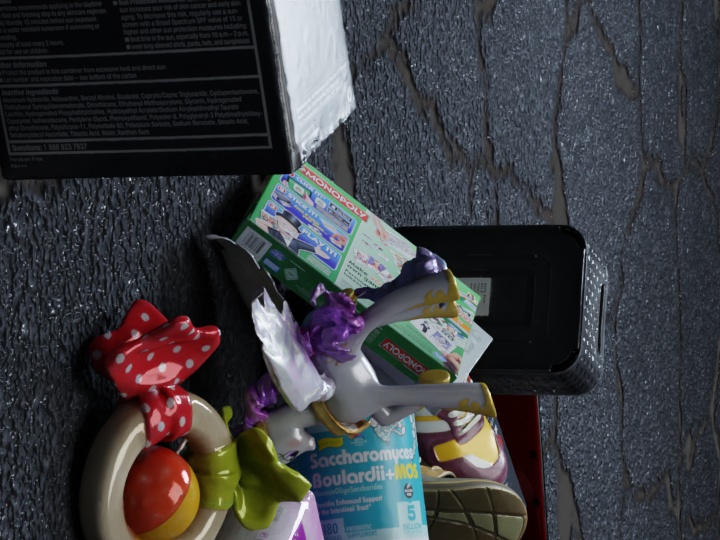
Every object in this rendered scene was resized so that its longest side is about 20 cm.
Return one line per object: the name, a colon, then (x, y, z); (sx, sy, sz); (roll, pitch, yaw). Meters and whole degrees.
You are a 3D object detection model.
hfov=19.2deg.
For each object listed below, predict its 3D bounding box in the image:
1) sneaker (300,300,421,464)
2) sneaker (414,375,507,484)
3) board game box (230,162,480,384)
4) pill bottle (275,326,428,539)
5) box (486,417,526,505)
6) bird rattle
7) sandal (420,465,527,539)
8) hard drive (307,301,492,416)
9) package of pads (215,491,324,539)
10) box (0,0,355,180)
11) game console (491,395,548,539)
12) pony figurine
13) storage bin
sneaker: (0.001, 0.090, 1.792); (0.076, 0.079, 0.201); (-59, 142, -56)
sneaker: (0.068, 0.107, 1.833); (0.200, 0.090, 0.075); (47, 48, -8)
board game box: (0.000, 0.000, 1.648); (0.199, 0.029, 0.135); (37, 27, -7)
pill bottle: (-0.009, 0.143, 1.694); (0.111, 0.110, 0.202); (16, 65, -70)
box: (0.072, 0.242, 1.949); (0.183, 0.103, 0.201); (69, 28, -47)
bird rattle: (-0.124, 0.127, 1.416); (0.164, 0.112, 0.200); (-61, 146, -24)
sandal: (0.049, 0.197, 1.801); (0.054, 0.198, 0.081); (-111, -148, -55)
hard drive: (0.009, 0.018, 1.694); (0.026, 0.200, 0.132); (-49, 179, 27)
package of pads: (-0.084, 0.259, 1.550); (0.200, 0.075, 0.121); (-63, 148, -52)
box: (-0.122, -0.168, 1.266); (0.123, 0.198, 0.200); (-52, 138, -59)
game console: (0.150, 0.180, 2.151); (0.172, 0.118, 0.202); (-35, 123, -66)
pony figurine: (-0.021, 0.059, 1.534); (0.167, 0.199, 0.194); (-115, -174, -64)
storage bin: (0.117, 0.037, 1.935); (0.094, 0.198, 0.136); (40, 52, -66)
